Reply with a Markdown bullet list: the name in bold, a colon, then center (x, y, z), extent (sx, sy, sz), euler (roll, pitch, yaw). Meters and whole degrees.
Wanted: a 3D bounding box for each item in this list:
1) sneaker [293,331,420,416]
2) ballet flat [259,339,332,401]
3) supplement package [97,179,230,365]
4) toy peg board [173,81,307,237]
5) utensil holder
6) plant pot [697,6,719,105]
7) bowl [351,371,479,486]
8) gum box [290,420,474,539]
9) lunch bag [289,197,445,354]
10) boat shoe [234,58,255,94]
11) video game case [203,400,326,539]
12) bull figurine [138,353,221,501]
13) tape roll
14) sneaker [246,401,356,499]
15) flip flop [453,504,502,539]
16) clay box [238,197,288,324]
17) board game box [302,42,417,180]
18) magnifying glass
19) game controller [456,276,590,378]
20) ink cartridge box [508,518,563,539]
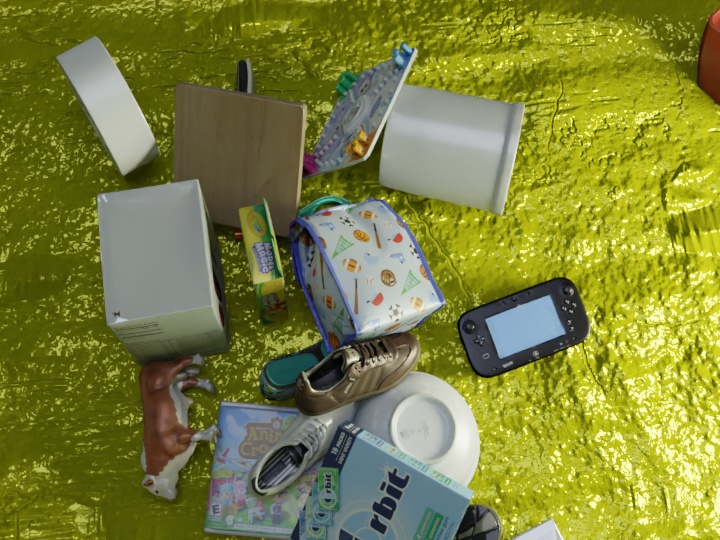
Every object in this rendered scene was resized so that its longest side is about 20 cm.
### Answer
- **sneaker**: center (0.000, 0.133, 1.278), extent (0.197, 0.076, 0.071), euler (-28, 58, -18)
- **ballet flat**: center (-0.061, 0.143, 1.351), extent (0.196, 0.074, 0.076), euler (-9, 68, -29)
- **supplement package**: center (-0.276, 0.007, 1.332), extent (0.143, 0.201, 0.195), euler (-9, 70, -4)
- **toy peg board**: center (-0.174, -0.177, 1.412), extent (0.194, 0.204, 0.098), euler (11, 24, 9)
- **utensil holder**: center (0.138, -0.188, 1.430), extent (0.195, 0.171, 0.173), euler (11, 69, 5)
- **plant pot**: center (0.656, -0.341, 1.490), extent (0.199, 0.177, 0.200), euler (-41, 75, -15)
- **bowl**: center (0.081, 0.229, 1.305), extent (0.196, 0.091, 0.206), euler (3, 69, -7)
- **gum box**: center (0.027, 0.324, 1.236), extent (0.197, 0.044, 0.173), euler (26, 99, 13)
- **lunch bag**: center (0.000, 0.000, 1.360), extent (0.168, 0.124, 0.203), euler (-16, 75, -34)
- **boat shoe**: center (-0.201, -0.250, 1.498), extent (0.066, 0.072, 0.205), euler (3, 72, 0)
- **video game case**: center (-0.114, 0.286, 1.326), extent (0.195, 0.022, 0.186), euler (5, 69, 1)
- **bull figurine**: center (-0.263, 0.217, 1.322), extent (0.119, 0.065, 0.204), euler (-14, 69, 1)
- **tape roll**: center (-0.385, -0.250, 1.426), extent (0.070, 0.203, 0.204), euler (-30, 72, -11)
- **sneaker**: center (-0.075, 0.240, 1.288), extent (0.073, 0.071, 0.200), euler (43, 78, -4)
- **flip flop**: center (0.099, 0.357, 1.276), extent (0.196, 0.057, 0.083), euler (-12, 78, 16)
- **clay box**: center (-0.139, -0.011, 1.341), extent (0.046, 0.201, 0.117), euler (-12, 69, -5)
- **board game box**: center (-0.012, -0.245, 1.441), extent (0.026, 0.199, 0.203), euler (33, 69, -26)
- **magnifying glass**: center (-0.101, -0.071, 1.460), extent (0.195, 0.022, 0.081), euler (-8, 70, -3)
- **game controller**: center (0.245, 0.085, 1.396), extent (0.196, 0.042, 0.106), euler (-20, 71, -7)
- **ink cartridge box**: center (0.235, 0.458, 1.233), extent (0.143, 0.088, 0.203), euler (-24, 70, -9)
